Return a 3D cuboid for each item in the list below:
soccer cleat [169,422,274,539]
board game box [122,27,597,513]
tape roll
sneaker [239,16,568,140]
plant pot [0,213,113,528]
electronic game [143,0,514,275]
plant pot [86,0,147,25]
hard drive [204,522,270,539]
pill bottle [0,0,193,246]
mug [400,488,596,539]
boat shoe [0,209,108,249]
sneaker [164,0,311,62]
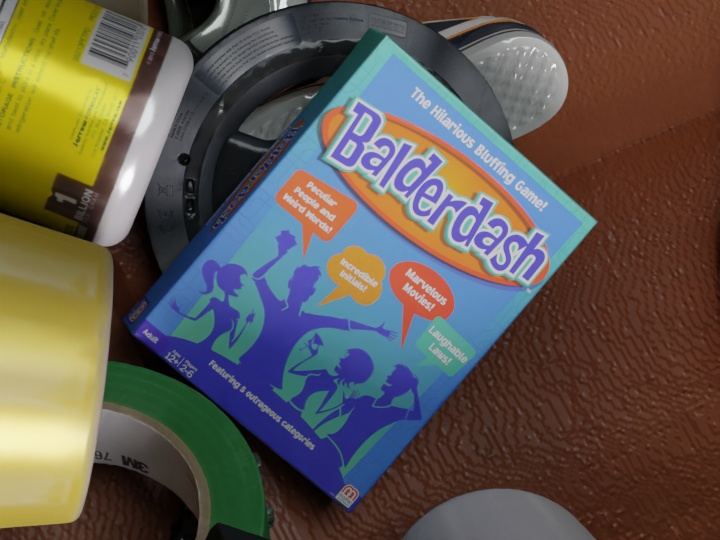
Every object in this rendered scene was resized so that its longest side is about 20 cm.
[{"bbox_3d":[-0.086,0.169,1.412,0.081,0.068,0.200,3,70,-11],"label":"soccer cleat"},{"bbox_3d":[0.000,0.000,1.456,0.152,0.045,0.200,40,90,-15],"label":"board game box"},{"bbox_3d":[-0.143,0.133,1.357,0.200,0.048,0.200,-2,49,2],"label":"tape roll"},{"bbox_3d":[0.012,-0.082,1.545,0.200,0.079,0.078,-18,110,-3],"label":"sneaker"},{"bbox_3d":[-0.215,0.043,1.297,0.189,0.201,0.201,8,67,-10],"label":"plant pot"},{"bbox_3d":[-0.015,-0.042,1.491,0.200,0.042,0.200,-2,101,-11],"label":"electronic game"},{"bbox_3d":[-0.195,-0.199,1.455,0.173,0.200,0.200,-2,70,-4],"label":"plant pot"},{"bbox_3d":[-0.006,0.207,1.296,0.200,0.033,0.140,21,105,-21],"label":"hard drive"},{"bbox_3d":[-0.189,-0.094,1.364,0.200,0.109,0.109,22,64,-5],"label":"pill bottle"},{"bbox_3d":[0.077,0.201,1.418,0.149,0.153,0.187,-5,114,-11],"label":"mug"},{"bbox_3d":[-0.205,-0.050,1.442,0.200,0.074,0.076,36,61,-6],"label":"boat shoe"},{"bbox_3d":[-0.077,-0.195,1.538,0.079,0.074,0.200,11,65,-42],"label":"sneaker"}]
